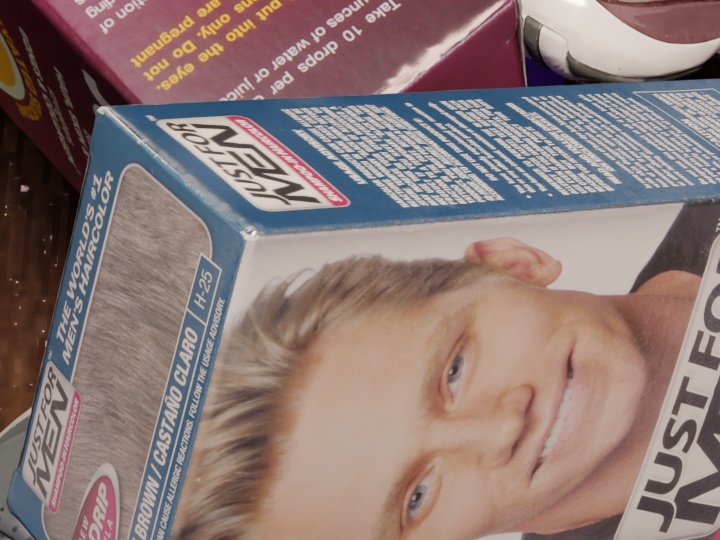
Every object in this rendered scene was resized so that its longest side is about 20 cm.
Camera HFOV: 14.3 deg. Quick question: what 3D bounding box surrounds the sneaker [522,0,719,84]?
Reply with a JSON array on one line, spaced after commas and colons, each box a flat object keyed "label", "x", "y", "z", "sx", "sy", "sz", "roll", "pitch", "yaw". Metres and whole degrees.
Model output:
[{"label": "sneaker", "x": 0.114, "y": -0.123, "z": 0.772, "sx": 0.076, "sy": 0.116, "sz": 0.200, "roll": 26, "pitch": 31, "yaw": 31}]

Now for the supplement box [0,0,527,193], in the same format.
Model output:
[{"label": "supplement box", "x": -0.049, "y": -0.072, "z": 0.712, "sx": 0.086, "sy": 0.110, "sz": 0.200, "roll": -36, "pitch": 61, "yaw": -14}]

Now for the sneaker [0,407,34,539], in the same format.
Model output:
[{"label": "sneaker", "x": -0.117, "y": 0.096, "z": 0.649, "sx": 0.084, "sy": 0.121, "sz": 0.200, "roll": 37, "pitch": 86, "yaw": 18}]

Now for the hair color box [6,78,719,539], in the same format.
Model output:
[{"label": "hair color box", "x": 0.029, "y": 0.016, "z": 0.633, "sx": 0.199, "sy": 0.100, "sz": 0.061, "roll": -5, "pitch": 32, "yaw": -37}]

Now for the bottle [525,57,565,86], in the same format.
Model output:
[{"label": "bottle", "x": 0.000, "y": 0.000, "z": 0.767, "sx": 0.083, "sy": 0.065, "sz": 0.200, "roll": 24, "pitch": 65, "yaw": 9}]
